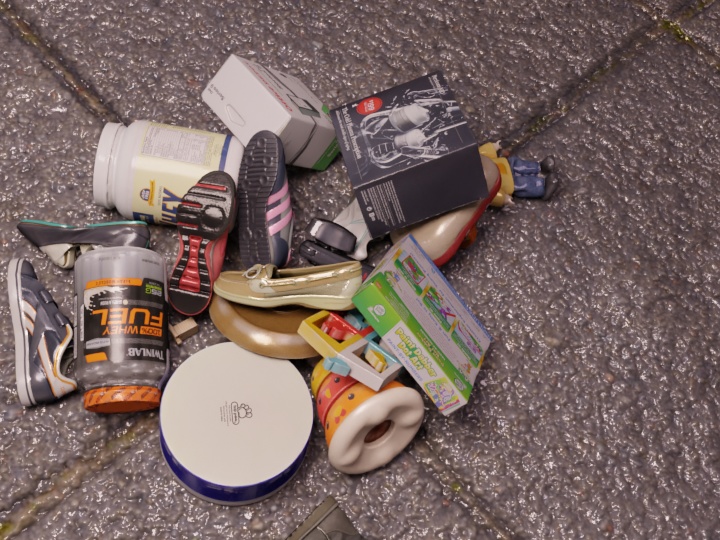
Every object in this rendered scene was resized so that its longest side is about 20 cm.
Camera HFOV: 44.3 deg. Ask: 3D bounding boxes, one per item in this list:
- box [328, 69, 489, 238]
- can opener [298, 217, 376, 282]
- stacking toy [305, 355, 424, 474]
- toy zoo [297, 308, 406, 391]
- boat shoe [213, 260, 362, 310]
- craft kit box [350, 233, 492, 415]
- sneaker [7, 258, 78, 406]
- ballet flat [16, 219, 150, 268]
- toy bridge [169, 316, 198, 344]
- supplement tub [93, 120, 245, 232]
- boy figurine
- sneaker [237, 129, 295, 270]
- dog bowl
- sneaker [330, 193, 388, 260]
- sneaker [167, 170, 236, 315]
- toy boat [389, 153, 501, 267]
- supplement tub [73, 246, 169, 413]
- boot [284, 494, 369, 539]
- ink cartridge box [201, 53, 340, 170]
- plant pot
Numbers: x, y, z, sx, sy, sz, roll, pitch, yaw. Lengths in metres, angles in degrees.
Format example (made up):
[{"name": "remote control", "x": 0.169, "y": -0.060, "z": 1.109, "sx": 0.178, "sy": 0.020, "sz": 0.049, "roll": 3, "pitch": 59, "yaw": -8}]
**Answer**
[{"name": "box", "x": 0.067, "y": -0.173, "z": 1.285, "sx": 0.181, "sy": 0.104, "sz": 0.201, "roll": -19, "pitch": 44, "yaw": 2}, {"name": "can opener", "x": 0.000, "y": 0.000, "z": 1.290, "sx": 0.199, "sy": 0.079, "sz": 0.063, "roll": 30, "pitch": 16, "yaw": -12}, {"name": "stacking toy", "x": -0.022, "y": 0.161, "z": 1.196, "sx": 0.146, "sy": 0.147, "sz": 0.200, "roll": -24, "pitch": 49, "yaw": -23}, {"name": "toy zoo", "x": 0.003, "y": 0.093, "z": 1.161, "sx": 0.131, "sy": 0.021, "sz": 0.200, "roll": 35, "pitch": 24, "yaw": 16}, {"name": "boat shoe", "x": -0.097, "y": 0.012, "z": 1.179, "sx": 0.199, "sy": 0.064, "sz": 0.073, "roll": 5, "pitch": 16, "yaw": 9}, {"name": "craft kit box", "x": 0.090, "y": 0.068, "z": 1.205, "sx": 0.200, "sy": 0.048, "sz": 0.198, "roll": 51, "pitch": 24, "yaw": -5}, {"name": "sneaker", "x": -0.419, "y": 0.077, "z": 1.175, "sx": 0.079, "sy": 0.078, "sz": 0.201, "roll": -10, "pitch": 73, "yaw": -11}, {"name": "ballet flat", "x": -0.393, "y": -0.036, "z": 1.243, "sx": 0.199, "sy": 0.073, "sz": 0.073, "roll": 2, "pitch": 58, "yaw": 9}, {"name": "toy bridge", "x": -0.306, "y": 0.025, "z": 1.256, "sx": 0.067, "sy": 0.027, "sz": 0.200, "roll": -28, "pitch": 69, "yaw": -22}, {"name": "supplement tub", "x": -0.275, "y": -0.138, "z": 1.288, "sx": 0.199, "sy": 0.145, "sz": 0.146, "roll": 9, "pitch": 59, "yaw": -6}, {"name": "boy figurine", "x": 0.218, "y": -0.162, "z": 1.449, "sx": 0.199, "sy": 0.065, "sz": 0.125, "roll": 5, "pitch": 62, "yaw": -11}, {"name": "sneaker", "x": -0.127, "y": -0.098, "z": 1.254, "sx": 0.070, "sy": 0.201, "sz": 0.082, "roll": 12, "pitch": 12, "yaw": 30}, {"name": "dog bowl", "x": -0.162, "y": 0.198, "z": 1.153, "sx": 0.199, "sy": 0.079, "sz": 0.201, "roll": 5, "pitch": 60, "yaw": -8}, {"name": "sneaker", "x": 0.017, "y": -0.091, "z": 1.372, "sx": 0.080, "sy": 0.070, "sz": 0.201, "roll": 40, "pitch": 62, "yaw": -5}, {"name": "sneaker", "x": -0.220, "y": -0.042, "z": 1.225, "sx": 0.073, "sy": 0.087, "sz": 0.201, "roll": 15, "pitch": 97, "yaw": -1}, {"name": "toy boat", "x": 0.138, "y": -0.080, "z": 1.353, "sx": 0.130, "sy": 0.131, "sz": 0.200, "roll": 24, "pitch": 70, "yaw": 43}, {"name": "supplement tub", "x": -0.312, "y": 0.079, "z": 1.155, "sx": 0.122, "sy": 0.123, "sz": 0.201, "roll": -2, "pitch": 73, "yaw": -12}, {"name": "boot", "x": -0.018, "y": 0.397, "z": 1.079, "sx": 0.200, "sy": 0.073, "sz": 0.182, "roll": 45, "pitch": 64, "yaw": 8}, {"name": "ink cartridge box", "x": -0.124, "y": -0.236, "z": 1.345, "sx": 0.146, "sy": 0.084, "sz": 0.200, "roll": 47, "pitch": 19, "yaw": 16}, {"name": "plant pot", "x": -0.110, "y": 0.049, "z": 1.232, "sx": 0.199, "sy": 0.028, "sz": 0.200, "roll": 10, "pitch": 32, "yaw": -6}]
